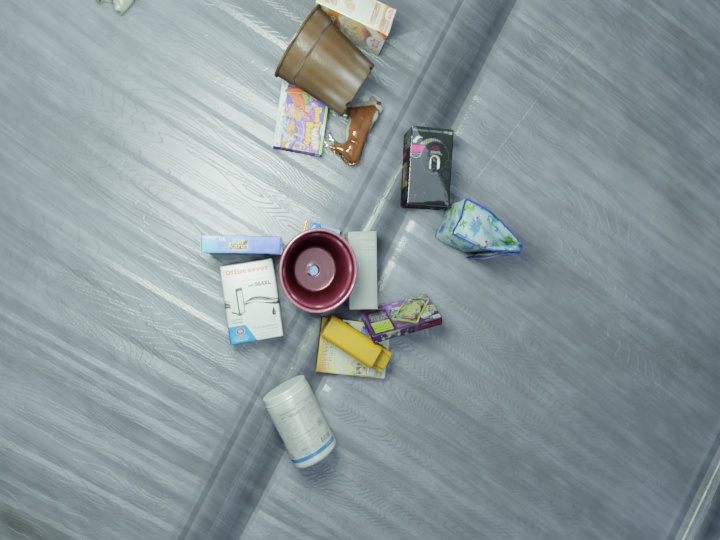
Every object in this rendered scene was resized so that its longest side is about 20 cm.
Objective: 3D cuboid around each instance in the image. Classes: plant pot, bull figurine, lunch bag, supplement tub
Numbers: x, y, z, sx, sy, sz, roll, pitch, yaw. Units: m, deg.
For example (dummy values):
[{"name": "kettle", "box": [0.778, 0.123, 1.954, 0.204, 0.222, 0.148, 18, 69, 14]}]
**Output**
[{"name": "plant pot", "box": [-0.082, -0.507, 1.490, 0.196, 0.200, 0.203, 36, 87, -10]}, {"name": "bull figurine", "box": [-0.018, -0.388, 1.604, 0.118, 0.065, 0.206, 20, 83, -1]}, {"name": "plant pot", "box": [-0.112, -0.003, 1.522, 0.193, 0.179, 0.208, 0, 92, -8]}, {"name": "lunch bag", "box": [0.318, -0.094, 1.603, 0.195, 0.170, 0.131, 23, 88, -9]}, {"name": "supplement tub", "box": [-0.158, 0.396, 1.568, 0.129, 0.132, 0.205, -27, 94, -6]}]

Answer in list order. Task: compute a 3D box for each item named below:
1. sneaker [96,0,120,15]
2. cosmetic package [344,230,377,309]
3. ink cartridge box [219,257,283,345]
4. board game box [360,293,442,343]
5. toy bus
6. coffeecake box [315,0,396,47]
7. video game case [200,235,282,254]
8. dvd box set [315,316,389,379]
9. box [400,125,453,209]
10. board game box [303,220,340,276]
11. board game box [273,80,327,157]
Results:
[{"name": "sneaker", "box": [-0.658, -0.732, 1.506, 0.198, 0.076, 0.093, 38, 91, -6]}, {"name": "cosmetic package", "box": [0.000, 0.000, 1.594, 0.087, 0.107, 0.208, -4, 93, -8]}, {"name": "ink cartridge box", "box": [-0.284, 0.077, 1.567, 0.141, 0.084, 0.207, -9, 93, -7]}, {"name": "board game box", "box": [0.108, 0.126, 1.600, 0.194, 0.121, 0.033, -14, 127, -11]}, {"name": "toy bus", "box": [-0.010, 0.194, 1.578, 0.197, 0.078, 0.066, 34, 86, -8]}, {"name": "coffeecake box", "box": [-0.019, -0.655, 1.552, 0.195, 0.153, 0.075, 22, 88, -7]}, {"name": "video game case", "box": [-0.294, -0.063, 1.513, 0.193, 0.181, 0.047, 1, 91, -7]}, {"name": "dvd box set", "box": [-0.020, 0.211, 1.632, 0.193, 0.029, 0.152, 6, 90, -9]}, {"name": "box", "box": [0.177, -0.272, 1.612, 0.118, 0.106, 0.208, 2, 91, -7]}, {"name": "board game box", "box": [-0.125, -0.022, 1.619, 0.100, 0.019, 0.207, 14, 89, -10]}, {"name": "board game box", "box": [-0.154, -0.418, 1.594, 0.130, 0.045, 0.207, 8, 90, -8]}]
